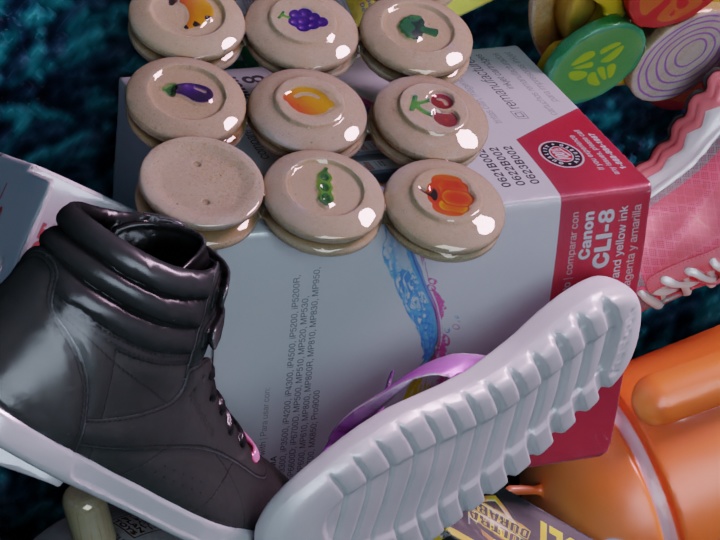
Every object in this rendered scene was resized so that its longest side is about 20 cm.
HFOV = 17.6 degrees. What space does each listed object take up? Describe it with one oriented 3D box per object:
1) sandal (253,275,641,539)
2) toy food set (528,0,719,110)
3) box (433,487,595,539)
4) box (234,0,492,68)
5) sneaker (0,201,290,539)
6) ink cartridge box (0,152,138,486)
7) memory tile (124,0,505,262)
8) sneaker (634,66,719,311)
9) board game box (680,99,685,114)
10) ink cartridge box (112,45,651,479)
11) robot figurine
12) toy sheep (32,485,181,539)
[{"bbox_3d":[0.031,0.062,0.949,0.202,0.050,0.083,-29,138,-29],"label":"sandal"},{"bbox_3d":[0.167,-0.150,1.083,0.199,0.049,0.198,-7,142,-38],"label":"toy food set"},{"bbox_3d":[0.067,0.185,1.100,0.200,0.049,0.160,32,128,-23],"label":"box"},{"bbox_3d":[0.019,-0.171,1.081,0.199,0.048,0.118,-26,106,-14],"label":"box"},{"bbox_3d":[-0.066,0.041,0.882,0.200,0.071,0.099,32,94,-47],"label":"sneaker"},{"bbox_3d":[-0.143,0.016,0.960,0.067,0.200,0.116,24,89,-21],"label":"ink cartridge box"},{"bbox_3d":[-0.022,-0.083,0.964,0.153,0.200,0.017,4,137,-12],"label":"memory tile"},{"bbox_3d":[0.165,-0.020,1.114,0.087,0.074,0.200,42,99,19],"label":"sneaker"},{"bbox_3d":[0.260,-0.066,1.163,0.199,0.039,0.159,-13,74,9],"label":"board game box"},{"bbox_3d":[0.000,0.000,1.024,0.199,0.145,0.145,-7,124,-21],"label":"ink cartridge box"},{"bbox_3d":[0.164,0.094,1.135,0.199,0.144,0.117,-21,93,-10],"label":"robot figurine"},{"bbox_3d":[-0.102,0.166,0.971,0.137,0.138,0.200,-20,136,-18],"label":"toy sheep"}]
